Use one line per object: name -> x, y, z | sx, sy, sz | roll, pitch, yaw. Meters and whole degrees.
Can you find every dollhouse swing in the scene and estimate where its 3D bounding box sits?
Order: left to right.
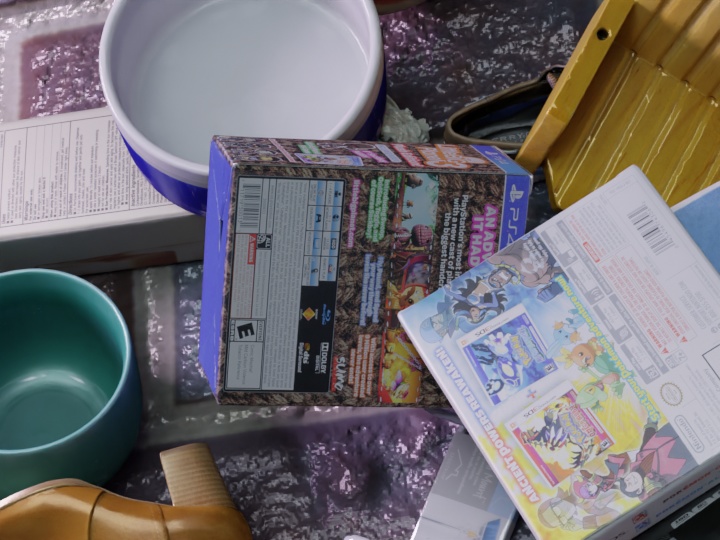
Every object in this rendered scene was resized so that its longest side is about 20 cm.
dollhouse swing -> 0.237, -0.104, 1.359 | 0.199, 0.176, 0.183 | 30, 77, -2

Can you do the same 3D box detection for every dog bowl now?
dog bowl -> -0.080, -0.138, 1.467 | 0.198, 0.079, 0.202 | -2, 66, 5

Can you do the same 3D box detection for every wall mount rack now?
wall mount rack -> 0.089, 0.158, 1.378 | 0.173, 0.075, 0.201 | 15, 73, 29

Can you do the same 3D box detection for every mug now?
mug -> -0.246, 0.094, 1.470 | 0.183, 0.115, 0.153 | -6, 56, -1

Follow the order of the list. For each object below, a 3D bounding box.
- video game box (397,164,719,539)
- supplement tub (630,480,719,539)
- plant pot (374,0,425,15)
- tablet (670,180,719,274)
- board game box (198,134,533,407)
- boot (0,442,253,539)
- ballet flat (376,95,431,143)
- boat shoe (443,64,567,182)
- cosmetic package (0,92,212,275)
video game box -> 0.147, 0.060, 1.272 | 0.181, 0.047, 0.201 | -30, 58, -3
supplement tub -> 0.231, 0.187, 1.265 | 0.199, 0.123, 0.123 | -35, 63, 0
plant pot -> 0.009, -0.302, 1.545 | 0.199, 0.200, 0.178 | -30, 73, 2
tablet -> 0.194, 0.036, 1.334 | 0.199, 0.014, 0.131 | -28, 78, -4
board game box -> 0.000, 0.000, 1.369 | 0.198, 0.097, 0.161 | 2, 105, -13
boot -> -0.168, 0.210, 1.391 | 0.200, 0.071, 0.145 | -18, 69, -2
ballet flat -> -0.030, -0.127, 1.553 | 0.199, 0.072, 0.072 | 34, 80, 23
boat shoe -> 0.155, -0.110, 1.478 | 0.199, 0.072, 0.073 | -20, 64, 7
cosmetic package -> -0.191, -0.059, 1.549 | 0.198, 0.087, 0.104 | -6, 67, 13
